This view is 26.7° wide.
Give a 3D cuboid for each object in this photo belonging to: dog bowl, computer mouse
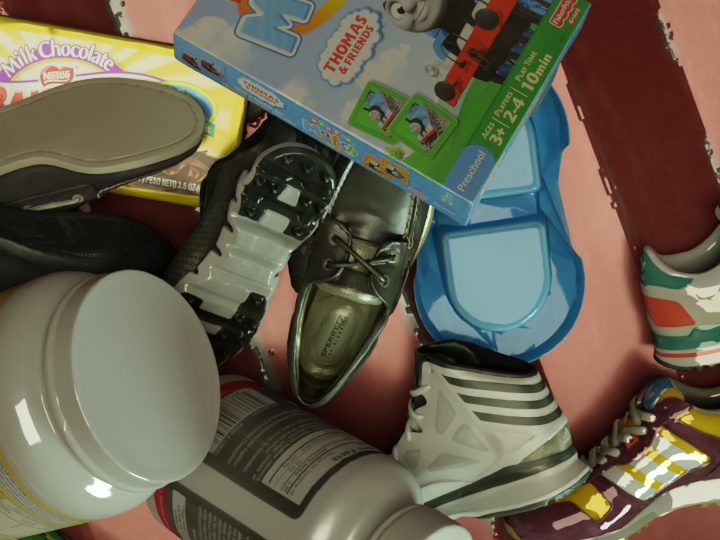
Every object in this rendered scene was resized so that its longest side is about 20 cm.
[{"bbox_3d":[0.083,-0.040,0.987,0.110,0.050,0.202,-8,97,1],"label":"dog bowl"},{"bbox_3d":[-0.216,0.005,0.963,0.198,0.139,0.053,3,56,-11],"label":"computer mouse"}]

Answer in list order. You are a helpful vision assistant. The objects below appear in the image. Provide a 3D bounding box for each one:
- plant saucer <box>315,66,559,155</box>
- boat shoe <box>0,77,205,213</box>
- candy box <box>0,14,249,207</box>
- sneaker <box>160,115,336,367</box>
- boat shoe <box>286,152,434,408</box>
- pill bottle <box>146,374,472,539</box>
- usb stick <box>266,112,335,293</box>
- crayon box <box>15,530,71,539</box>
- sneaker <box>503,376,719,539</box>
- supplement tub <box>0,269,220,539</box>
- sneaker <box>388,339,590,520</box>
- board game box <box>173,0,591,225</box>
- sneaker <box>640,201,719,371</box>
[{"bbox_3d":[0.030,-0.162,0.941,0.198,0.027,0.202,0,85,5],"label":"plant saucer"},{"bbox_3d":[-0.194,-0.070,0.964,0.198,0.063,0.073,-10,56,-2],"label":"boat shoe"},{"bbox_3d":[-0.173,-0.105,0.989,0.198,0.026,0.103,9,97,-1],"label":"candy box"},{"bbox_3d":[-0.082,-0.016,0.956,0.066,0.091,0.201,24,119,-23],"label":"sneaker"},{"bbox_3d":[-0.001,0.000,0.939,0.071,0.066,0.202,17,121,-3],"label":"boat shoe"},{"bbox_3d":[-0.031,0.149,0.925,0.199,0.110,0.112,25,100,37],"label":"pill bottle"},{"bbox_3d":[-0.031,-0.081,0.989,0.055,0.033,0.202,-7,98,0],"label":"usb stick"},{"bbox_3d":[-0.245,0.227,1.020,0.199,0.058,0.119,36,97,-5],"label":"crayon box"},{"bbox_3d":[0.182,0.117,0.994,0.198,0.075,0.091,-18,109,-6],"label":"sneaker"},{"bbox_3d":[-0.197,0.083,0.905,0.199,0.145,0.146,-17,99,33],"label":"supplement tub"},{"bbox_3d":[0.041,0.108,0.982,0.199,0.076,0.116,-20,93,27],"label":"sneaker"},{"bbox_3d":[0.013,-0.141,0.891,0.199,0.037,0.152,29,72,7],"label":"board game box"},{"bbox_3d":[0.275,-0.007,0.980,0.198,0.070,0.094,-18,104,5],"label":"sneaker"}]
